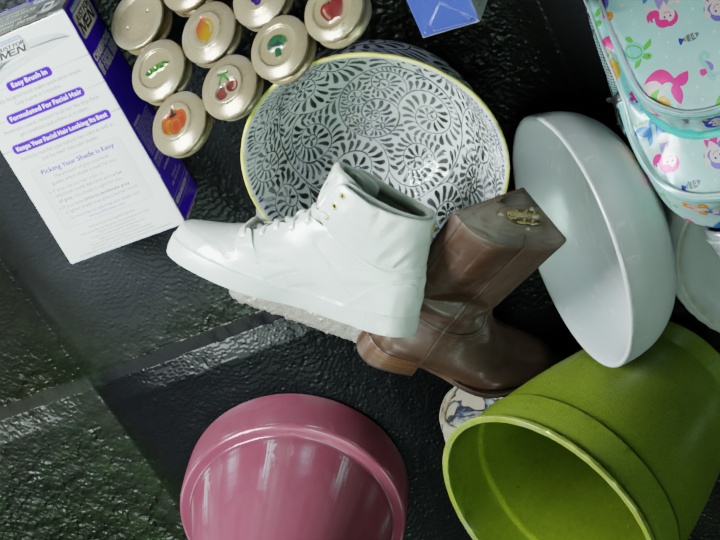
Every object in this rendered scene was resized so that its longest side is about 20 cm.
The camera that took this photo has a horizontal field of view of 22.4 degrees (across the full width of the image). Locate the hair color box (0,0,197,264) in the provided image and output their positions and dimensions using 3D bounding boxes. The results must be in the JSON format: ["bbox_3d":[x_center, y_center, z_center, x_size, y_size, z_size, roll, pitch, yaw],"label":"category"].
[{"bbox_3d":[-0.224,-0.114,1.428,0.109,0.065,0.200,-19,119,17],"label":"hair color box"}]

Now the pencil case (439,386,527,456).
[{"bbox_3d":[0.140,0.175,1.554,0.089,0.078,0.200,-11,121,36],"label":"pencil case"}]

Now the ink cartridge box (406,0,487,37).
[{"bbox_3d":[0.062,-0.247,1.234,0.044,0.200,0.094,-14,120,22],"label":"ink cartridge box"}]

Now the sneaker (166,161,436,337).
[{"bbox_3d":[-0.041,-0.034,1.351,0.200,0.074,0.116,16,112,9],"label":"sneaker"}]

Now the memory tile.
[{"bbox_3d":[-0.092,-0.186,1.332,0.200,0.153,0.017,-33,150,22],"label":"memory tile"}]

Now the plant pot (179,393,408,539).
[{"bbox_3d":[-0.064,0.234,1.555,0.200,0.179,0.200,3,121,5],"label":"plant pot"}]

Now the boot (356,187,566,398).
[{"bbox_3d":[0.116,0.017,1.407,0.186,0.064,0.200,5,141,-29],"label":"boot"}]

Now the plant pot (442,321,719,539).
[{"bbox_3d":[0.202,0.142,1.442,0.200,0.193,0.200,29,141,27],"label":"plant pot"}]

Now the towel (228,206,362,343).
[{"bbox_3d":[0.000,0.000,1.490,0.200,0.034,0.133,18,121,-4],"label":"towel"}]

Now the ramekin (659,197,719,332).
[{"bbox_3d":[0.318,-0.037,1.392,0.200,0.105,0.200,2,122,4],"label":"ramekin"}]

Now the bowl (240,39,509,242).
[{"bbox_3d":[0.015,-0.105,1.383,0.201,0.094,0.201,4,130,4],"label":"bowl"}]

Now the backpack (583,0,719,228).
[{"bbox_3d":[0.258,-0.137,1.261,0.177,0.151,0.200,-18,73,13],"label":"backpack"}]

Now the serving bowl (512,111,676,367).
[{"bbox_3d":[0.185,-0.031,1.372,0.066,0.200,0.200,-19,120,-11],"label":"serving bowl"}]

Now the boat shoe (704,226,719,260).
[{"bbox_3d":[0.343,-0.047,1.281,0.202,0.074,0.065,-26,119,27],"label":"boat shoe"}]
